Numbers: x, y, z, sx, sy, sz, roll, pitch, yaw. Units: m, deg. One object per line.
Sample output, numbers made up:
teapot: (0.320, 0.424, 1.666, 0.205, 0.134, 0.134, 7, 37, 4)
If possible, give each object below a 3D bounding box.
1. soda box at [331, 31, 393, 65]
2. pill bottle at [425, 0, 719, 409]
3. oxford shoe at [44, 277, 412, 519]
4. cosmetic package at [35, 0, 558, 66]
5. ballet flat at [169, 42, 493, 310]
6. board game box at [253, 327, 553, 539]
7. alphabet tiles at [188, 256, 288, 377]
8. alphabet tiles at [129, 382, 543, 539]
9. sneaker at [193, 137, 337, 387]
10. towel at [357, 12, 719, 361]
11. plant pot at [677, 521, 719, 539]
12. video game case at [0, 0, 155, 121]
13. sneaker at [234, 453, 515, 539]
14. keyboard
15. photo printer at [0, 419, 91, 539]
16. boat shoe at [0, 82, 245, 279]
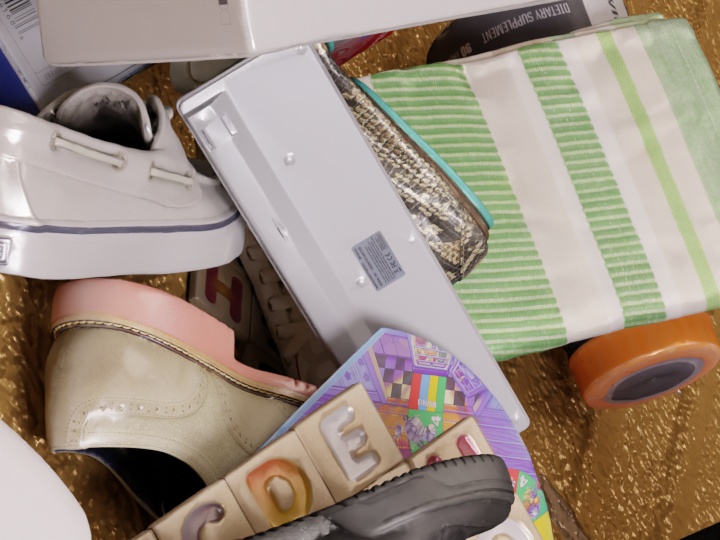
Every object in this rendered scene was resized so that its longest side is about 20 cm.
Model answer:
soda box: (0.002, -0.149, 1.179, 0.063, 0.200, 0.070, -34, 86, -23)
pill bottle: (0.110, -0.035, 1.341, 0.106, 0.106, 0.201, 12, 53, -54)
oxford shoe: (-0.048, 0.075, 1.045, 0.200, 0.071, 0.074, 31, 60, -37)
cosmetic package: (-0.013, -0.184, 0.961, 0.199, 0.123, 0.200, -13, 100, -40)
ballet flat: (-0.027, -0.068, 1.079, 0.200, 0.075, 0.068, 55, -11, -10)
board game box: (0.018, 0.122, 1.026, 0.200, 0.039, 0.158, -43, 114, -35)
alphabet tiles: (-0.013, 0.009, 1.206, 0.166, 0.006, 0.200, 40, 34, -32)
alphabet tiles: (-0.008, 0.144, 0.965, 0.200, 0.008, 0.168, -33, 97, -29)
sneaker: (-0.007, 0.013, 1.128, 0.200, 0.073, 0.085, 56, 26, -9)
towel: (0.088, -0.037, 1.266, 0.199, 0.023, 0.153, -13, 70, -21)
plant pot: (0.138, 0.228, 1.069, 0.200, 0.199, 0.177, 57, 40, -4)
video game case: (-0.132, -0.170, 1.101, 0.181, 0.045, 0.200, -36, 95, -45)
sneaker: (-0.023, 0.139, 0.916, 0.199, 0.060, 0.105, -18, 80, -23)
keyboard: (0.000, 0.000, 1.067, 0.200, 0.056, 0.011, 59, -5, -27)
photo printer: (-0.155, 0.106, 0.822, 0.166, 0.069, 0.201, 38, 35, -34)
boat shoe: (-0.096, -0.038, 1.019, 0.200, 0.072, 0.066, -6, 108, -64)
